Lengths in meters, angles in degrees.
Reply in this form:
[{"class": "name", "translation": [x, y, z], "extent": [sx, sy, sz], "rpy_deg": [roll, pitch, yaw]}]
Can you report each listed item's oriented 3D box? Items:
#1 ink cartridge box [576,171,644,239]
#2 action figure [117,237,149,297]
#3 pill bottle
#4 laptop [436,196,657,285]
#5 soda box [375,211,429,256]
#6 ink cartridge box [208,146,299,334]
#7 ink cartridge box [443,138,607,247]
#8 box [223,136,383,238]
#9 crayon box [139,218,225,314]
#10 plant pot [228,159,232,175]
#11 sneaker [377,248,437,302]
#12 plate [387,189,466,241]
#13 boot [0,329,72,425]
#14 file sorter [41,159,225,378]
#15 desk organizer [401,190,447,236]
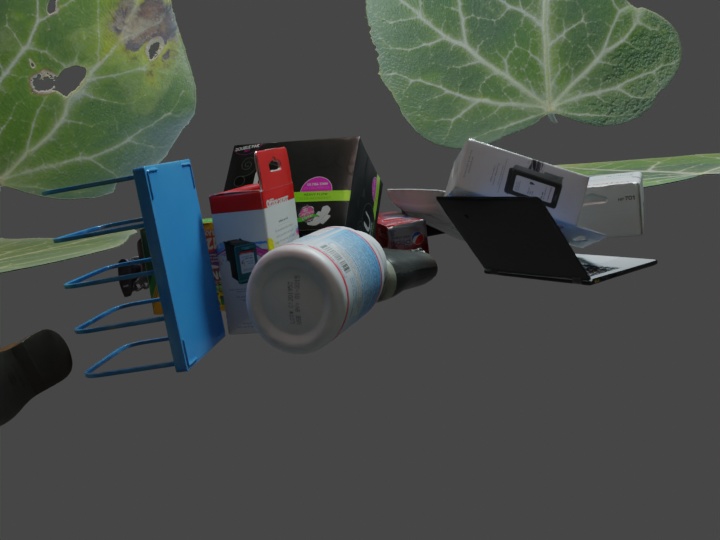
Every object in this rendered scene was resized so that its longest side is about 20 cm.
[{"class": "ink cartridge box", "translation": [0.384, -0.106, 1.368], "extent": [0.145, 0.087, 0.200], "rpy_deg": [-4, 11, 20]}, {"class": "action figure", "translation": [-0.284, -0.007, 1.293], "extent": [0.129, 0.070, 0.199], "rpy_deg": [-25, -9, 24]}, {"class": "pill bottle", "translation": [-0.037, 0.012, 0.912], "extent": [0.107, 0.110, 0.200], "rpy_deg": [-4, 10, 19]}, {"class": "laptop", "translation": [0.232, -0.050, 1.058], "extent": [0.198, 0.118, 0.186], "rpy_deg": [-13, 12, -32]}, {"class": "soda box", "translation": [0.052, -0.050, 1.327], "extent": [0.063, 0.071, 0.200], "rpy_deg": [-9, 9, -9]}, {"class": "ink cartridge box", "translation": [-0.119, -0.038, 0.987], "extent": [0.066, 0.203, 0.116], "rpy_deg": [-4, 9, 14]}, {"class": "ink cartridge box", "translation": [0.214, -0.095, 1.076], "extent": [0.198, 0.069, 0.116], "rpy_deg": [18, -6, -1]}, {"class": "box", "translation": [-0.084, -0.092, 1.208], "extent": [0.197, 0.150, 0.125], "rpy_deg": [-1, -26, 20]}, {"class": "crayon box", "translation": [-0.187, -0.009, 1.120], "extent": [0.197, 0.120, 0.058], "rpy_deg": [-4, 10, 18]}, {"class": "plant pot", "translation": [-0.117, -0.102, 1.460], "extent": [0.195, 0.203, 0.200], "rpy_deg": [2, 10, 4]}, {"class": "sneaker", "translation": [0.000, 0.000, 1.107], "extent": [0.199, 0.076, 0.105], "rpy_deg": [14, 17, 43]}, {"class": "plate", "translation": [0.157, -0.077, 1.319], "extent": [0.198, 0.033, 0.199], "rpy_deg": [23, -3, -24]}, {"class": "boot", "translation": [-0.344, 0.109, 0.750], "extent": [0.075, 0.074, 0.200], "rpy_deg": [-24, 0, 16]}, {"class": "file sorter", "translation": [-0.234, -0.002, 0.883], "extent": [0.121, 0.203, 0.139], "rpy_deg": [-9, 9, 9]}, {"class": "desk organizer", "translation": [0.147, -0.102, 1.506], "extent": [0.071, 0.078, 0.199], "rpy_deg": [-11, 6, -24]}]
